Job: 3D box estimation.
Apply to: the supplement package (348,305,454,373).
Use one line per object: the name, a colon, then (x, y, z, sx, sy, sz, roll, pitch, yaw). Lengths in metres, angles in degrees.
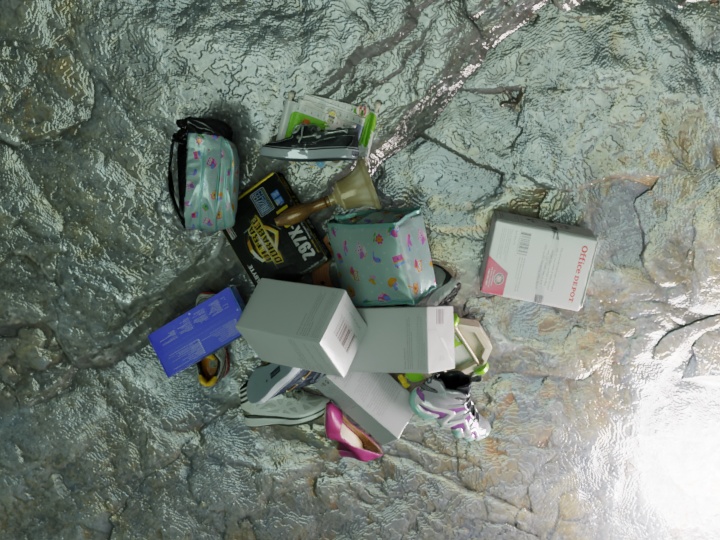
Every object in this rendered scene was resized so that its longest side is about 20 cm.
supplement package: (0.066, 0.129, 1.612, 0.196, 0.120, 0.123, -3, 87, 30)

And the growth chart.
growth chart: (-0.066, -0.264, 1.628, 0.195, 0.018, 0.148, 9, 109, 3)

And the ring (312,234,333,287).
ring: (0.000, 0.000, 1.704, 0.195, 0.019, 0.205, 1, 107, 4)

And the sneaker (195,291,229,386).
sneaker: (-0.305, 0.143, 1.741, 0.076, 0.082, 0.205, -1, 106, 7)

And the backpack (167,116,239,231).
backpack: (-0.287, -0.175, 1.584, 0.123, 0.167, 0.205, 2, 92, 0)

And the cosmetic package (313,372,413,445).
cosmetic package: (0.012, 0.248, 1.728, 0.199, 0.102, 0.071, 42, 146, -8)

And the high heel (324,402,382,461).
high heel: (-0.016, 0.333, 1.750, 0.094, 0.068, 0.202, -3, 135, 13)

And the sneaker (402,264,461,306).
sneaker: (0.113, 0.071, 1.697, 0.080, 0.074, 0.200, 48, 110, 15)

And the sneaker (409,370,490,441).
sneaker: (0.210, 0.261, 1.706, 0.197, 0.079, 0.141, 24, 123, -23)

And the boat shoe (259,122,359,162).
boat shoe: (-0.097, -0.241, 1.588, 0.195, 0.073, 0.070, 2, 91, 23)

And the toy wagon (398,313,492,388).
toy wagon: (0.163, 0.172, 1.712, 0.197, 0.040, 0.156, -27, 123, 13)

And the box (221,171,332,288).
box: (-0.171, -0.064, 1.658, 0.158, 0.049, 0.202, -32, 86, 12)

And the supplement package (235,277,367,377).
supplement package: (-0.108, 0.103, 1.560, 0.196, 0.119, 0.118, 7, 147, 32)

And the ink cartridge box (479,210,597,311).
ink cartridge box: (0.338, -0.019, 1.633, 0.195, 0.083, 0.150, 11, 108, 2)

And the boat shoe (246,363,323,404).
boat shoe: (-0.146, 0.217, 1.695, 0.090, 0.072, 0.199, 13, 144, -36)

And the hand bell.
hand bell: (-0.068, -0.126, 1.597, 0.196, 0.104, 0.106, -23, 105, 0)

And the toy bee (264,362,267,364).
toy bee: (-0.163, 0.120, 1.709, 0.195, 0.109, 0.134, -10, 104, 8)

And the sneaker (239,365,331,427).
sneaker: (-0.162, 0.257, 1.768, 0.196, 0.076, 0.118, -8, 108, 10)

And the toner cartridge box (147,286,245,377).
toner cartridge box: (-0.315, 0.122, 1.686, 0.197, 0.043, 0.096, -30, 86, 8)

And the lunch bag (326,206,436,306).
lunch bag: (0.031, -0.025, 1.618, 0.197, 0.121, 0.174, -2, 110, 38)
